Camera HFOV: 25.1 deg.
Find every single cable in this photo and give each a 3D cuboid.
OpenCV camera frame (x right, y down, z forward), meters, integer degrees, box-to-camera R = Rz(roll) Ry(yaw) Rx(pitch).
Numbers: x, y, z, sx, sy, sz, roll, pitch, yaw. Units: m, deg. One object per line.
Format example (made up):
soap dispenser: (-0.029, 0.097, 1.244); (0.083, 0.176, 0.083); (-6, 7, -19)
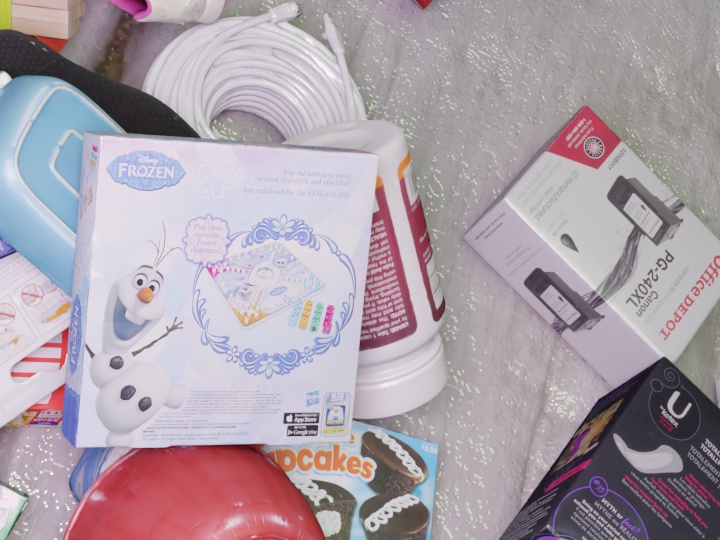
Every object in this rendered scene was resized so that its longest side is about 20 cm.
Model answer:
cable: (-0.085, -0.107, 1.290); (0.198, 0.069, 0.202); (-13, 75, -30)

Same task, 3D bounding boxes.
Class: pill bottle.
pill bottle: (0.000, 0.000, 1.208); (0.114, 0.114, 0.202); (-29, 116, -33)

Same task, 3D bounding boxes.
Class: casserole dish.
casserole dish: (-0.179, -0.048, 1.084); (0.200, 0.039, 0.122); (46, 49, -31)

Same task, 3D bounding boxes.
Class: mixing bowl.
mixing bowl: (-0.090, 0.212, 1.067); (0.198, 0.108, 0.203); (-2, 93, -33)

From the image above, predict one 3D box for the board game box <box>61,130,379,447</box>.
board game box: (-0.092, 0.014, 1.073); (0.198, 0.043, 0.202); (2, 100, -27)

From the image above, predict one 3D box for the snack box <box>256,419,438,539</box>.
snack box: (-0.041, 0.163, 1.203); (0.198, 0.037, 0.117); (17, 60, -18)

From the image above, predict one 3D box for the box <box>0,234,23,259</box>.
box: (-0.325, -0.032, 1.034); (0.198, 0.032, 0.122); (-25, 97, -22)

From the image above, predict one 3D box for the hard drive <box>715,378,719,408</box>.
hard drive: (0.378, 0.196, 1.401); (0.130, 0.027, 0.202); (10, 63, -23)

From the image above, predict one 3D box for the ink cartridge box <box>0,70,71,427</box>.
ink cartridge box: (-0.258, -0.009, 1.103); (0.159, 0.047, 0.201); (-35, 103, -19)

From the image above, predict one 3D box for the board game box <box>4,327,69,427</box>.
board game box: (-0.303, 0.030, 1.129); (0.198, 0.046, 0.153); (3, 67, -25)

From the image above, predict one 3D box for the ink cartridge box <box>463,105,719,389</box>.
ink cartridge box: (0.210, -0.016, 1.383); (0.200, 0.083, 0.145); (44, 56, -1)

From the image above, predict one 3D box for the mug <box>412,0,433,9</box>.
mug: (0.036, -0.353, 1.431); (0.200, 0.133, 0.178); (45, 57, -4)

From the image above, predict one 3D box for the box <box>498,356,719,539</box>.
box: (0.210, 0.188, 1.273); (0.122, 0.106, 0.200); (44, 56, 0)

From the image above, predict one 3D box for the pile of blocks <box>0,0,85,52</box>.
pile of blocks: (-0.306, -0.190, 1.235); (0.197, 0.082, 0.063); (-1, 110, -17)

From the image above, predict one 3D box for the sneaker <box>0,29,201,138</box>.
sneaker: (-0.206, -0.094, 1.201); (0.200, 0.108, 0.068); (30, 56, -13)

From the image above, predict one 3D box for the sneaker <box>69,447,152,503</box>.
sneaker: (-0.143, 0.087, 1.143); (0.201, 0.089, 0.079); (-55, 131, -16)

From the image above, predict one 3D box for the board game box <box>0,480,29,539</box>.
board game box: (-0.333, 0.159, 1.036); (0.199, 0.029, 0.136); (30, 82, -11)

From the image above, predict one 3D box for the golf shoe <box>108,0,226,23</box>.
golf shoe: (-0.193, -0.260, 1.274); (0.199, 0.076, 0.091); (39, 40, 25)
